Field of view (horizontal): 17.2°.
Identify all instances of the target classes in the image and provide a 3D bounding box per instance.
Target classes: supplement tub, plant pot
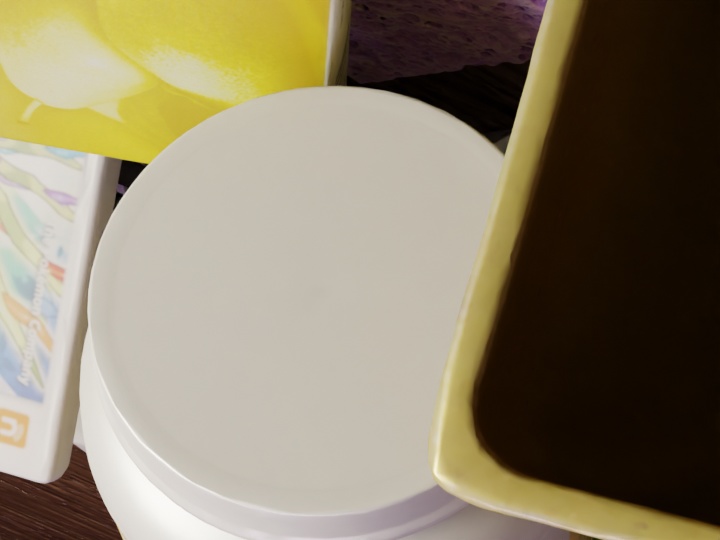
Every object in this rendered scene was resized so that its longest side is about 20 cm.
[{"bbox_3d":[-0.003,0.052,0.689,0.144,0.146,0.200,14,154,12],"label":"supplement tub"},{"bbox_3d":[0.145,-0.007,0.576,0.193,0.197,0.200,14,172,13],"label":"plant pot"}]

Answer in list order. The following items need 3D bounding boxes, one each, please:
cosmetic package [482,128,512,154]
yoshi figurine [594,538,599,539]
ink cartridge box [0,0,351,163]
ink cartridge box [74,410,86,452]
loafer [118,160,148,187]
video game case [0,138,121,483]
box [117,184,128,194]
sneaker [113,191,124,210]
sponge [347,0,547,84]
[{"bbox_3d":[0.000,0.000,0.892,0.050,0.083,0.200,-23,-171,-31],"label":"cosmetic package"},{"bbox_3d":[0.134,0.097,0.725,0.111,0.113,0.200,6,-159,-21],"label":"yoshi figurine"},{"bbox_3d":[-0.099,-0.094,0.633,0.198,0.047,0.198,7,157,1],"label":"ink cartridge box"},{"bbox_3d":[-0.028,0.094,1.249,0.199,0.084,0.144,11,161,27],"label":"ink cartridge box"},{"bbox_3d":[-0.075,-0.071,0.795,0.199,0.073,0.072,22,136,24],"label":"loafer"},{"bbox_3d":[-0.164,-0.049,0.765,0.181,0.201,0.022,15,-165,11],"label":"video game case"},{"bbox_3d":[-0.074,0.009,0.914,0.041,0.039,0.201,37,145,43],"label":"box"},{"bbox_3d":[-0.034,0.030,0.846,0.200,0.074,0.089,39,-167,-17],"label":"sneaker"},{"bbox_3d":[-0.022,-0.112,0.672,0.111,0.030,0.200,1,156,46],"label":"sponge"}]
